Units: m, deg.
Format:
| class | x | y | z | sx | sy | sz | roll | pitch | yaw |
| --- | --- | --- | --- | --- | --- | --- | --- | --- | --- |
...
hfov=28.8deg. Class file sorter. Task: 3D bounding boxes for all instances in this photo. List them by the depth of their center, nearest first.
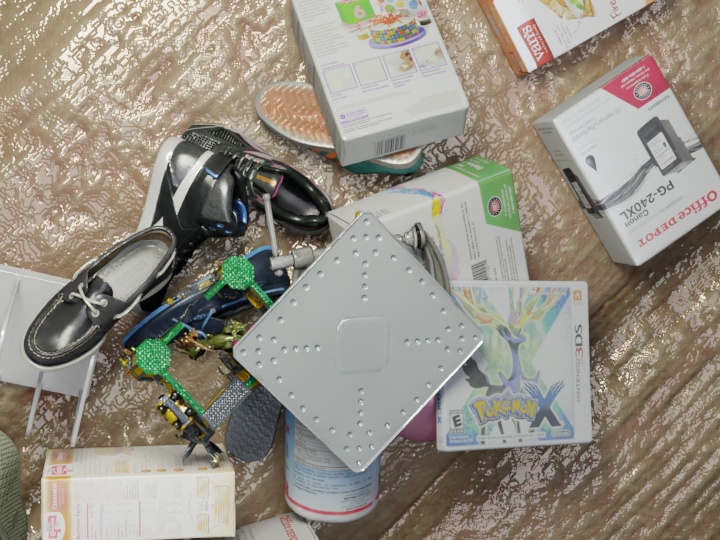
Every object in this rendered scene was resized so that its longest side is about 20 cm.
| class | x | y | z | sx | sy | sz | roll | pitch | yaw |
| --- | --- | --- | --- | --- | --- | --- | --- | --- | --- |
| file sorter | -0.376 | 0.086 | 1.467 | 0.198 | 0.125 | 0.140 | 13 | 118 | -11 |

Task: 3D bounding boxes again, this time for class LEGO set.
| class | x | y | z | sx | sy | sz | roll | pitch | yaw |
| --- | --- | --- | --- | --- | --- | --- | --- | --- | --- |
| LEGO set | -0.159 | 0.092 | 1.478 | 0.153 | 0.116 | 0.201 | 40 | 62 | -8 |

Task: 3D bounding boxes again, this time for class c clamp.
| class | x | y | z | sx | sy | sz | roll | pitch | yaw |
| --- | --- | --- | --- | --- | --- | --- | --- | --- | --- |
| c clamp | 0.000 | 0.000 | 1.455 | 0.198 | 0.027 | 0.173 | -5 | 102 | -16 |

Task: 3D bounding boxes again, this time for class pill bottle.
| class | x | y | z | sx | sy | sz | roll | pitch | yaw |
| --- | --- | --- | --- | --- | --- | --- | --- | --- | --- |
| pill bottle | -0.029 | 0.166 | 1.542 | 0.108 | 0.109 | 0.202 | -2 | 113 | -10 |

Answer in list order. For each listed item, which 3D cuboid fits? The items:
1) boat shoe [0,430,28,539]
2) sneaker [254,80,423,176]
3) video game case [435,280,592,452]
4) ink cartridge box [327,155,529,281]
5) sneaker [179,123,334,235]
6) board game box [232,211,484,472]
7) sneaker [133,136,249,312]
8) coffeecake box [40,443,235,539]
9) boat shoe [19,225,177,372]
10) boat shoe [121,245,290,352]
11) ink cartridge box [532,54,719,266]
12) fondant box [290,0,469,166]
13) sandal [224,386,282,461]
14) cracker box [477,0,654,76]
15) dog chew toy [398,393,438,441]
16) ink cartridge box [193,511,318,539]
| class | x | y | z | sx | sy | sz | roll | pitch | yaw |
| --- | --- | --- | --- | --- | --- | --- | --- | --- | --- |
| boat shoe | -0.395 | 0.239 | 1.485 | 0.062 | 0.201 | 0.075 | 13 | 48 | 6 |
| sneaker | -0.025 | -0.149 | 1.572 | 0.198 | 0.080 | 0.072 | 21 | 73 | 10 |
| video game case | 0.170 | 0.103 | 1.549 | 0.198 | 0.022 | 0.184 | 1 | 86 | -28 |
| ink cartridge box | 0.076 | -0.023 | 1.554 | 0.199 | 0.084 | 0.146 | -21 | 115 | -19 |
| sneaker | -0.112 | -0.104 | 1.547 | 0.199 | 0.086 | 0.081 | 22 | 88 | -11 |
| board game box | -0.001 | 0.073 | 1.444 | 0.200 | 0.026 | 0.200 | -46 | 113 | -4 |
| sneaker | -0.182 | -0.033 | 1.512 | 0.111 | 0.073 | 0.202 | 20 | 109 | 13 |
| coffeecake box | -0.240 | 0.238 | 1.511 | 0.198 | 0.153 | 0.074 | 0 | 95 | -10 |
| boat shoe | -0.259 | 0.025 | 1.412 | 0.074 | 0.060 | 0.200 | 45 | 56 | 11 |
| boat shoe | -0.166 | 0.047 | 1.547 | 0.199 | 0.084 | 0.069 | -32 | 88 | -5 |
| ink cartridge box | 0.316 | -0.125 | 1.627 | 0.145 | 0.083 | 0.201 | -34 | 99 | -7 |
| fondant box | 0.018 | -0.226 | 1.531 | 0.143 | 0.058 | 0.201 | -15 | 65 | -9 |
| sandal | -0.102 | 0.117 | 1.592 | 0.076 | 0.043 | 0.201 | 26 | 98 | -4 |
| cracker box | 0.238 | -0.330 | 1.612 | 0.199 | 0.058 | 0.135 | -30 | 98 | -7 |
| dog chew toy | 0.118 | 0.140 | 1.593 | 0.198 | 0.124 | 0.126 | 12 | 92 | -19 |
| ink cartridge box | -0.141 | 0.343 | 1.541 | 0.198 | 0.146 | 0.085 | -14 | 97 | -9 |
